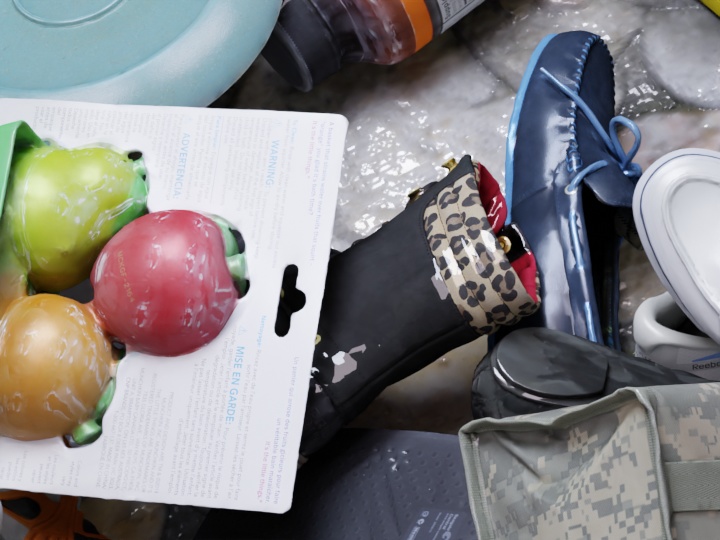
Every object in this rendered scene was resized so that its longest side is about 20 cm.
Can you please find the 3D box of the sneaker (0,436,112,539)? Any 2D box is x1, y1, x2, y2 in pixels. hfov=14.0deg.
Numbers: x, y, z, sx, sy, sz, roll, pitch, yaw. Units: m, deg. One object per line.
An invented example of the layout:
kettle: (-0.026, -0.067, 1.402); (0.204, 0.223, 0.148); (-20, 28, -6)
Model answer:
sneaker: (-0.154, 0.152, 1.341); (0.092, 0.076, 0.200); (-57, 38, 23)

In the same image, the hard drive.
hard drive: (0.001, 0.134, 1.286); (0.200, 0.042, 0.135); (1, 52, 47)

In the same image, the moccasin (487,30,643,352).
moccasin: (0.110, -0.021, 1.387); (0.068, 0.080, 0.200); (-7, 66, 30)

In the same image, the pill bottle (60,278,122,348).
pill bottle: (-0.196, -0.034, 1.461); (0.200, 0.113, 0.112); (33, 70, 33)

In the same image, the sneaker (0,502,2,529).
sneaker: (-0.191, 0.171, 1.290); (0.075, 0.200, 0.100); (-15, 56, -43)

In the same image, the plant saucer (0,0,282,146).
plant saucer: (-0.137, -0.135, 1.439); (0.200, 0.027, 0.200); (-8, 49, 9)

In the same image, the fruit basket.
fruit basket: (-0.113, 0.013, 1.305); (0.200, 0.094, 0.186); (5, 72, 8)

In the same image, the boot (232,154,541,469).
boot: (0.000, 0.000, 1.363); (0.150, 0.073, 0.200); (-31, 27, 11)

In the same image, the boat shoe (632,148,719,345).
boat shoe: (0.196, 0.022, 1.254); (0.200, 0.067, 0.074); (44, 91, 6)

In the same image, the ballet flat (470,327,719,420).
ballet flat: (0.143, 0.081, 1.300); (0.200, 0.057, 0.067); (25, 56, 9)

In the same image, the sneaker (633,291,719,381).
sneaker: (0.208, 0.000, 1.331); (0.200, 0.087, 0.075); (-33, 51, -9)

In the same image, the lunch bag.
lunch bag: (0.139, 0.147, 1.162); (0.117, 0.164, 0.200); (-15, 79, 44)

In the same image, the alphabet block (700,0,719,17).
alphabet block: (0.251, -0.221, 1.410); (0.200, 0.195, 0.196); (-35, 51, -11)

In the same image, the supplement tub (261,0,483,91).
supplement tub: (0.028, -0.178, 1.499); (0.200, 0.107, 0.107); (-37, 53, -11)
